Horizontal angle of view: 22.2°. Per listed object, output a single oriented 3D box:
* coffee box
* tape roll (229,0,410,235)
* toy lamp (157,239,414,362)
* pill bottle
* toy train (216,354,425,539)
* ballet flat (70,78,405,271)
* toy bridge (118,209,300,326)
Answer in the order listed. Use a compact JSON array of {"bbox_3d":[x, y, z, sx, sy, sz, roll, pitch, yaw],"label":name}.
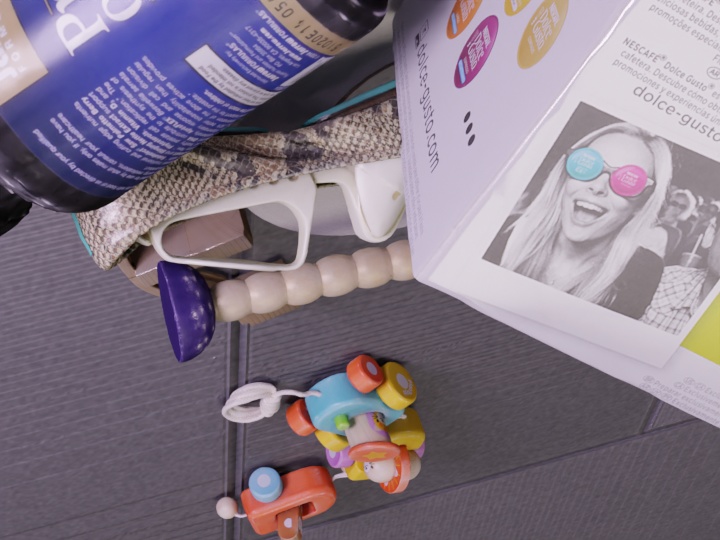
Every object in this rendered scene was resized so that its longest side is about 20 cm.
[{"bbox_3d":[0.148,-0.081,0.698,0.199,0.200,0.198,26,120,-19],"label":"coffee box"},{"bbox_3d":[0.027,-0.088,0.880,0.202,0.037,0.203,-16,151,-9],"label":"tape roll"},{"bbox_3d":[0.000,0.000,0.922,0.199,0.058,0.058,-11,151,-12],"label":"toy lamp"},{"bbox_3d":[-0.097,-0.092,0.710,0.199,0.112,0.112,-31,150,18],"label":"pill bottle"},{"bbox_3d":[-0.024,0.130,1.211,0.150,0.056,0.200,-17,152,-7],"label":"toy train"},{"bbox_3d":[-0.029,-0.039,0.808,0.199,0.076,0.068,-14,174,-14],"label":"ballet flat"},{"bbox_3d":[-0.089,-0.015,0.942,0.067,0.027,0.200,-21,152,6],"label":"toy bridge"}]
